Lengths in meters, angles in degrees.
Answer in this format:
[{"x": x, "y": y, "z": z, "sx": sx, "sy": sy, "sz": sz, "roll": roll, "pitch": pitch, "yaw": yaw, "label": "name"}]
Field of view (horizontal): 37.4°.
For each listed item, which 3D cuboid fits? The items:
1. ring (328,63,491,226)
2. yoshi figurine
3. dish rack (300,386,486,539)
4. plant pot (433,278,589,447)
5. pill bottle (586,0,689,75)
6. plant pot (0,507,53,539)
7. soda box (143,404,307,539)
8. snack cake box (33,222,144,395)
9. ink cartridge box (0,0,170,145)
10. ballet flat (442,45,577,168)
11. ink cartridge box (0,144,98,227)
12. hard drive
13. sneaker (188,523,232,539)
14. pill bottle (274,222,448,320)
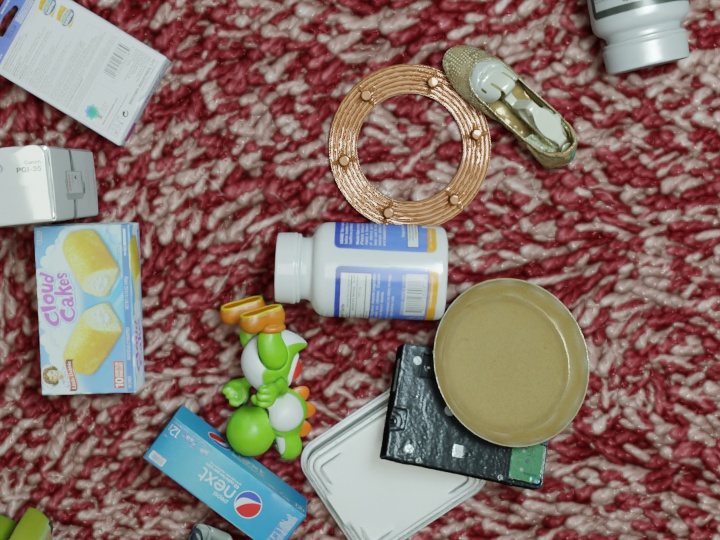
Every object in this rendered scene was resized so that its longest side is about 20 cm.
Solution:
[{"x": 0.060, "y": -0.149, "z": 1.289, "sx": 0.199, "sy": 0.019, "sz": 0.202, "roll": 0, "pitch": 95, "yaw": -2, "label": "ring"}, {"x": -0.126, "y": 0.140, "z": 1.269, "sx": 0.111, "sy": 0.112, "sz": 0.201, "roll": -5, "pitch": 107, "yaw": 20, "label": "yoshi figurine"}, {"x": 0.043, "y": 0.246, "z": 1.310, "sx": 0.199, "sy": 0.044, "sz": 0.172, "roll": -33, "pitch": 95, "yaw": 2, "label": "dish rack"}, {"x": 0.177, "y": 0.110, "z": 1.271, "sx": 0.199, "sy": 0.027, "sz": 0.202, "roll": 3, "pitch": 77, "yaw": -15, "label": "plant pot"}, {"x": 0.316, "y": -0.336, "z": 1.231, "sx": 0.113, "sy": 0.114, "sz": 0.201, "roll": -12, "pitch": 95, "yaw": 0, "label": "pill bottle"}, {"x": -0.456, "y": 0.387, "z": 1.242, "sx": 0.180, "sy": 0.199, "sz": 0.202, "roll": -3, "pitch": 94, "yaw": -8, "label": "plant pot"}, {"x": -0.161, "y": 0.254, "z": 1.294, "sx": 0.200, "sy": 0.068, "sz": 0.064, "roll": 38, "pitch": 94, "yaw": -4, "label": "soda box"}, {"x": -0.323, "y": 0.044, "z": 1.274, "sx": 0.114, "sy": 0.067, "sz": 0.202, "roll": -2, "pitch": 95, "yaw": -2, "label": "snack cake box"}, {"x": -0.341, "y": -0.250, "z": 1.263, "sx": 0.199, "sy": 0.042, "sz": 0.120, "roll": 30, "pitch": 94, "yaw": -6, "label": "ink cartridge box"}, {"x": 0.184, "y": -0.202, "z": 1.262, "sx": 0.200, "sy": 0.065, "sz": 0.071, "roll": 38, "pitch": 82, "yaw": -5, "label": "ballet flat"}, {"x": -0.391, "y": -0.092, "z": 1.194, "sx": 0.145, "sy": 0.200, "sz": 0.083, "roll": -5, "pitch": 95, "yaw": 0, "label": "ink cartridge box"}, {"x": 0.130, "y": 0.176, "z": 1.275, "sx": 0.199, "sy": 0.038, "sz": 0.141, "roll": 13, "pitch": 74, "yaw": -11, "label": "hard drive"}, {"x": -0.234, "y": 0.382, "z": 1.292, "sx": 0.201, "sy": 0.077, "sz": 0.147, "roll": -1, "pitch": 106, "yaw": -11, "label": "sneaker"}, {"x": 0.000, "y": 0.000, "z": 1.254, "sx": 0.198, "sy": 0.112, "sz": 0.113, "roll": 3, "pitch": 95, "yaw": -1, "label": "pill bottle"}]
